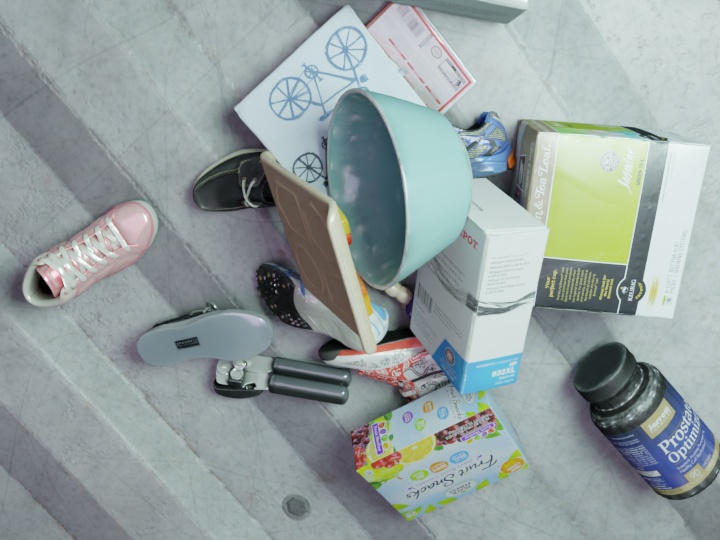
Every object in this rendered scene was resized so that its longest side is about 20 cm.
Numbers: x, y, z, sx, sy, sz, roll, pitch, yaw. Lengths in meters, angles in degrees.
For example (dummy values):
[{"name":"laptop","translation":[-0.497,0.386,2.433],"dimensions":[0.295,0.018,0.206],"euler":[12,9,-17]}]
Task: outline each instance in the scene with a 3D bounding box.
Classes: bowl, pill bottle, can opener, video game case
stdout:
[{"name":"bowl","translation":[0.047,-0.091,0.745],"dimensions":[0.102,0.200,0.207],"euler":[-11,109,-22]},{"name":"pill bottle","translation":[0.377,0.196,0.936],"dimensions":[0.112,0.112,0.200],"euler":[-41,101,15]},{"name":"can opener","translation":[-0.110,0.154,0.997],"dimensions":[0.194,0.054,0.067],"euler":[6,143,4]},{"name":"video game case","translation":[0.026,-0.221,0.878],"dimensions":[0.199,0.018,0.143],"euler":[-40,101,14]}]

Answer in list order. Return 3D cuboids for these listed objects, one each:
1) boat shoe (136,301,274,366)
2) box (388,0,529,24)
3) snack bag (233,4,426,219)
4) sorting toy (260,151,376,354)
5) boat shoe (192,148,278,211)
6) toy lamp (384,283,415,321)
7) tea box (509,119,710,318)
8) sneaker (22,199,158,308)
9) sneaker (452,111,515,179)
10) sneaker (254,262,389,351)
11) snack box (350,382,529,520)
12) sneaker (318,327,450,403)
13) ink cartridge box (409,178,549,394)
[{"name":"boat shoe","translation":[-0.206,0.085,0.966],"dimensions":[0.194,0.068,0.075],"euler":[-15,111,15]},{"name":"box","translation":[0.097,-0.390,0.751],"dimensions":[0.193,0.131,0.206],"euler":[11,102,0]},{"name":"snack bag","translation":[-0.021,-0.181,0.838],"dimensions":[0.188,0.021,0.201],"euler":[-41,87,0]},{"name":"sorting toy","translation":[-0.043,-0.027,0.793],"dimensions":[0.036,0.200,0.189],"euler":[-26,126,-15]},{"name":"boat shoe","translation":[-0.129,-0.112,0.893],"dimensions":[0.194,0.068,0.073],"euler":[-10,119,14]},{"name":"toy lamp","translation":[0.000,0.000,0.930],"dimensions":[0.197,0.058,0.059],"euler":[32,107,-6]},{"name":"tea box","translation":[0.280,-0.066,0.848],"dimensions":[0.191,0.134,0.206],"euler":[5,108,1]},{"name":"sneaker","translation":[-0.358,-0.015,0.926],"dimensions":[0.197,0.105,0.076],"euler":[-31,102,12]},{"name":"sneaker","translation":[0.090,-0.147,0.869],"dimensions":[0.194,0.075,0.081],"euler":[-13,107,-5]},{"name":"sneaker","translation":[-0.052,0.043,0.941],"dimensions":[0.196,0.072,0.073],"euler":[25,120,16]},{"name":"snack box","translation":[0.110,0.244,0.962],"dimensions":[0.196,0.069,0.170],"euler":[-26,131,12]},{"name":"sneaker","translation":[0.045,0.139,0.965],"dimensions":[0.195,0.067,0.111],"euler":[-9,105,4]},{"name":"ink cartridge box","translation":[0.131,0.014,0.825],"dimensions":[0.081,0.146,0.205],"euler":[-6,120,-20]}]
